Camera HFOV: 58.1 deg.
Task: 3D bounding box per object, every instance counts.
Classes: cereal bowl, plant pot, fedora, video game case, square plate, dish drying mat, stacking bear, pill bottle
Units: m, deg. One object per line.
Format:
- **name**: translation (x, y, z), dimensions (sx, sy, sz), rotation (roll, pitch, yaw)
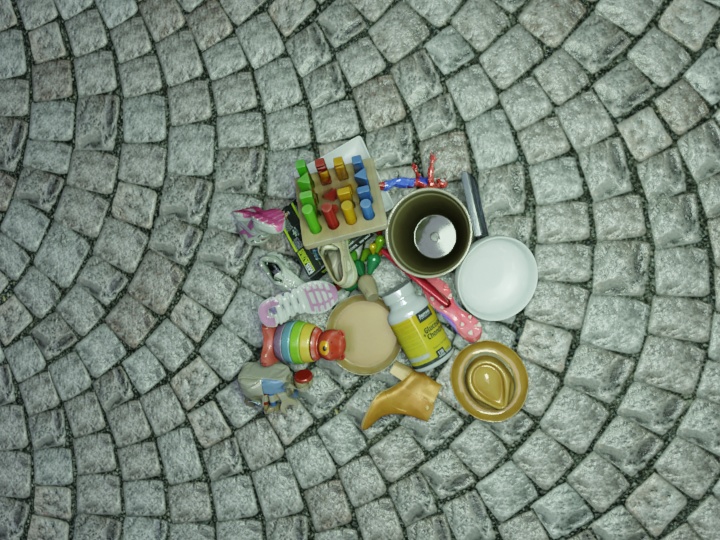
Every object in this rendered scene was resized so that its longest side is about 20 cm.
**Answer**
- **cereal bowl**: translation (0.312, 0.012, 1.536), dimensions (0.197, 0.083, 0.203), rotation (-2, 102, -10)
- **plant pot**: translation (0.010, 0.160, 1.630), dimensions (0.197, 0.027, 0.203), rotation (0, 90, 9)
- **fedora**: translation (0.310, 0.270, 1.553), dimensions (0.197, 0.082, 0.204), rotation (0, 91, 10)
- **video game case**: translation (0.265, -0.148, 1.497), dimensions (0.019, 0.200, 0.145), rotation (-13, 89, 15)
- **square plate**: translation (-0.042, -0.203, 1.635), dimensions (0.196, 0.028, 0.202), rotation (-27, 86, 9)
- **dish drying mat**: translation (0.133, 0.017, 1.529), dimensions (0.200, 0.077, 0.018), rotation (42, 100, 13)
- **stacking bear**: translation (-0.132, 0.179, 1.598), dimensions (0.197, 0.114, 0.123), rotation (2, 91, 18)
- **pill bottle**: translation (0.133, 0.132, 1.554), dimensions (0.111, 0.112, 0.202), rotation (-29, 95, 8)
- **plant pot**: translation (0.168, -0.085, 1.525), dimensions (0.197, 0.173, 0.203), rotation (0, 91, 12)

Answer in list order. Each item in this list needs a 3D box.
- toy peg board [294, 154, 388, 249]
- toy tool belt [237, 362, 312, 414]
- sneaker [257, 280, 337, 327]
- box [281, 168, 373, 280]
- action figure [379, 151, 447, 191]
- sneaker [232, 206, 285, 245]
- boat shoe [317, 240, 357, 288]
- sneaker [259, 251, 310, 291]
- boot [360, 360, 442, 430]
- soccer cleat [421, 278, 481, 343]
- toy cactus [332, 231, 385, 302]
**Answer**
- **toy peg board**: translation (-0.055, -0.178, 1.472), dimensions (0.196, 0.098, 0.202), rotation (-14, 58, 5)
- **toy tool belt**: translation (-0.209, 0.302, 1.636), dimensions (0.197, 0.125, 0.124), rotation (3, 122, 12)
- **sneaker**: translation (-0.154, 0.073, 1.577), dimensions (0.197, 0.088, 0.082), rotation (-16, 99, -9)
- **box**: translation (-0.090, -0.112, 1.579), dimensions (0.193, 0.047, 0.201), rotation (-39, 66, 18)
- **action figure**: translation (0.116, -0.240, 1.582), dimensions (0.197, 0.065, 0.101), rotation (4, 86, -5)
- **sneaker**: translation (-0.245, -0.105, 1.618), dimensions (0.081, 0.199, 0.090), rotation (-17, 109, -32)
- **boat shoe**: translation (-0.067, -0.056, 1.497), dimensions (0.072, 0.065, 0.202), rotation (-26, 73, 20)
- **sneaker**: translation (-0.179, 0.033, 1.634), dimensions (0.199, 0.081, 0.075), rotation (40, 95, 5)
- **boot**: translation (0.102, 0.337, 1.593), dimensions (0.143, 0.071, 0.203), rotation (31, 90, 11)
- **soccer cleat**: translation (0.217, 0.097, 1.580), dimensions (0.066, 0.077, 0.200), rotation (-37, 67, -17)
- **toy cactus**: translation (0.000, 0.000, 1.577), dimensions (0.199, 0.102, 0.166), rotation (-38, 50, 15)
